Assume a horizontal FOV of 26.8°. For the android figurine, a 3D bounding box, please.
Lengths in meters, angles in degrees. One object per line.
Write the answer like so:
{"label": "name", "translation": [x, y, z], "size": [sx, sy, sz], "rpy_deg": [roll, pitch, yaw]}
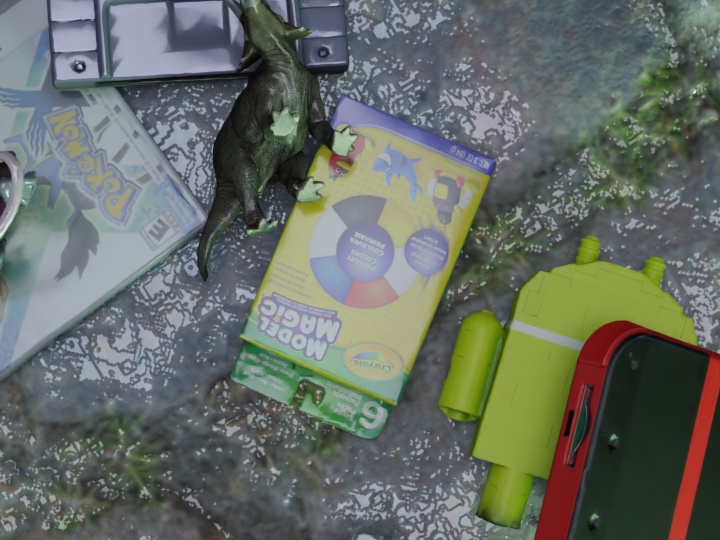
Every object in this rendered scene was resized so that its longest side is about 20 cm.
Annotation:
{"label": "android figurine", "translation": [0.147, 0.079, 0.994], "size": [0.181, 0.041, 0.202], "rpy_deg": [16, 85, 1]}

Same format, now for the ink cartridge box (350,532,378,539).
{"label": "ink cartridge box", "translation": [0.023, 0.289, 0.949], "size": [0.175, 0.084, 0.201], "rpy_deg": [32, 84, 4]}

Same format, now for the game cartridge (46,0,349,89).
{"label": "game cartridge", "translation": [-0.111, -0.192, 1.013], "size": [0.198, 0.038, 0.131], "rpy_deg": [-5, 88, -9]}

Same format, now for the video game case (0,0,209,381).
{"label": "video game case", "translation": [-0.230, -0.058, 1.014], "size": [0.182, 0.022, 0.201], "rpy_deg": [-36, 86, -4]}

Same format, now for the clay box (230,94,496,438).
{"label": "clay box", "translation": [0.000, 0.000, 0.997], "size": [0.114, 0.048, 0.201], "rpy_deg": [22, 83, 0]}

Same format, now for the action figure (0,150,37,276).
{"label": "action figure", "translation": [-0.312, -0.047, 0.936], "size": [0.199, 0.149, 0.135], "rpy_deg": [22, 90, -11]}

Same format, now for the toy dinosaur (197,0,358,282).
{"label": "toy dinosaur", "translation": [-0.060, -0.085, 0.977], "size": [0.076, 0.102, 0.201], "rpy_deg": [0, 124, -26]}

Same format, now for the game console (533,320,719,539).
{"label": "game console", "translation": [0.190, 0.145, 0.951], "size": [0.176, 0.031, 0.202], "rpy_deg": [19, 83, -33]}
